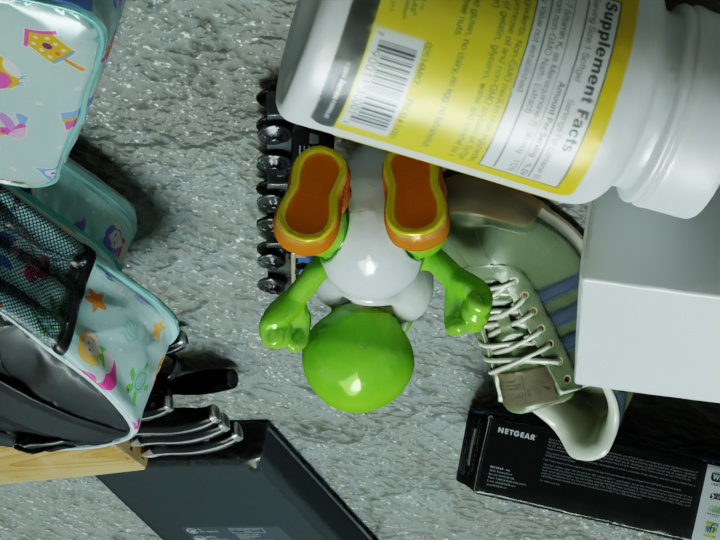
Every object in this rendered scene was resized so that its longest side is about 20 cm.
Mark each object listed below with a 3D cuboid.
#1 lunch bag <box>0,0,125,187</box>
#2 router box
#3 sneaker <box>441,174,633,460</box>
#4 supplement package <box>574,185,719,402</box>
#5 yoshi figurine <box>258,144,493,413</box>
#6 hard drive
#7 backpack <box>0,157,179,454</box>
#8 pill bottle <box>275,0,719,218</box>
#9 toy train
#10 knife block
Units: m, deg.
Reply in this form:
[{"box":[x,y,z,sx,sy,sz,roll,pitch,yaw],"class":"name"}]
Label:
[{"box":[-0.202,-0.124,1.338,0.160,0.077,0.200,17,152,-7],"class":"lunch bag"},{"box":[0.161,0.128,1.638,0.199,0.051,0.149,13,178,-2],"class":"router box"},{"box":[0.098,0.034,1.501,0.067,0.090,0.200,-6,147,32],"class":"sneaker"},{"box":[0.211,-0.005,1.356,0.199,0.118,0.117,7,153,6],"class":"supplement package"},{"box":[0.004,0.014,1.440,0.112,0.112,0.200,45,166,17],"class":"yoshi figurine"},{"box":[-0.086,0.164,1.877,0.139,0.033,0.200,-3,149,25],"class":"hard drive"},{"box":[-0.203,0.016,1.518,0.177,0.151,0.200,-10,138,47],"class":"backpack"},{"box":[0.071,-0.096,1.246,0.199,0.115,0.114,16,152,-9],"class":"pill bottle"},{"box":[-0.034,-0.039,1.482,0.046,0.034,0.200,-1,151,-3],"class":"toy train"},{"box":[-0.166,0.093,1.743,0.175,0.064,0.200,15,152,-6],"class":"knife block"}]
